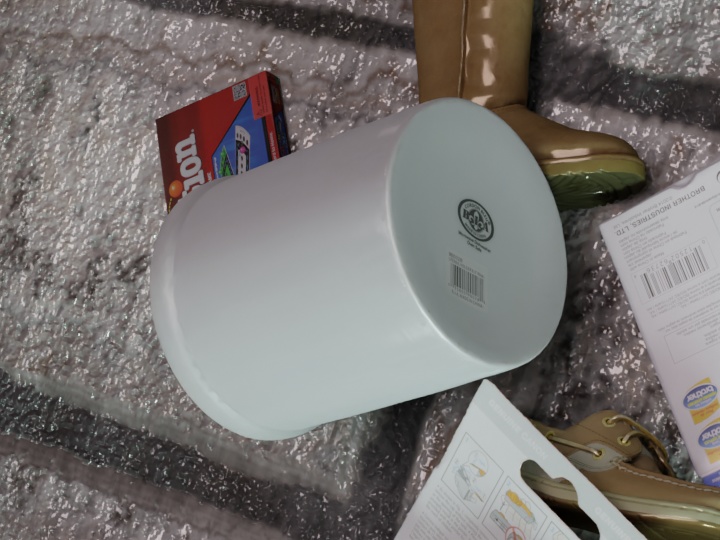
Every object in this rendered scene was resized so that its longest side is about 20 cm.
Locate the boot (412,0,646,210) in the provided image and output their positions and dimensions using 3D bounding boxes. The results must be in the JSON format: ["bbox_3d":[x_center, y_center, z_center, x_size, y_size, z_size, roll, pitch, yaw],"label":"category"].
[{"bbox_3d":[0.100,-0.141,1.034,0.173,0.066,0.202,-4,75,30],"label":"boot"}]

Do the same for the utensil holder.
[{"bbox_3d":[0.000,0.000,0.971,0.199,0.169,0.172,-20,68,42],"label":"utensil holder"}]

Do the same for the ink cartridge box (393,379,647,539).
[{"bbox_3d":[0.093,0.187,0.931,0.163,0.057,0.201,44,119,31],"label":"ink cartridge box"}]

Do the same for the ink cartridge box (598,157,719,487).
[{"bbox_3d":[0.226,0.036,0.930,0.119,0.042,0.202,-29,62,24],"label":"ink cartridge box"}]

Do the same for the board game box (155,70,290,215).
[{"bbox_3d":[-0.090,-0.031,1.149,0.102,0.019,0.202,-20,69,27],"label":"board game box"}]

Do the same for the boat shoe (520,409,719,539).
[{"bbox_3d":[0.137,0.114,0.930,0.199,0.074,0.067,6,68,45],"label":"boat shoe"}]
